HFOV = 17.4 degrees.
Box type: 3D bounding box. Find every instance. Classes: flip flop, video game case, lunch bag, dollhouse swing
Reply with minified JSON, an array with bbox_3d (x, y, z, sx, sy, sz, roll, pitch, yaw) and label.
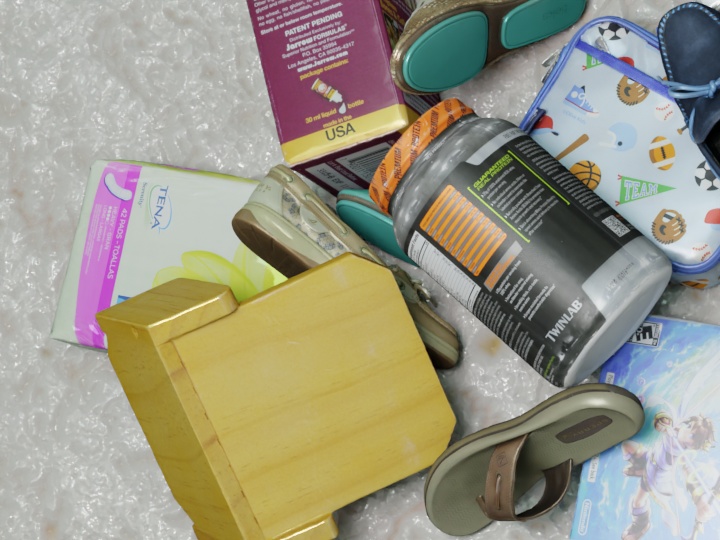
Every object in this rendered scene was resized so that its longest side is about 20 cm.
[{"bbox_3d":[0.121,0.144,1.667,0.200,0.081,0.058,-32,47,35],"label":"flip flop"},{"bbox_3d":[0.251,0.139,1.669,0.181,0.045,0.200,8,82,21],"label":"video game case"},{"bbox_3d":[0.213,-0.092,1.715,0.200,0.076,0.160,33,89,22],"label":"lunch bag"},{"bbox_3d":[-0.060,0.086,1.735,0.176,0.182,0.200,-29,104,-19],"label":"dollhouse swing"}]

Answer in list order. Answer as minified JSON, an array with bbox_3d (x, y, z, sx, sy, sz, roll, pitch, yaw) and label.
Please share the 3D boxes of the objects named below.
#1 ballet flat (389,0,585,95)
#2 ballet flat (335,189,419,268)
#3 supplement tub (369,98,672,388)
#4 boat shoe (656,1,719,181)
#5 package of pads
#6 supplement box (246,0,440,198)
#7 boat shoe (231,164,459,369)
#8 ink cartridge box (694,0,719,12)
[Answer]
[{"bbox_3d":[0.081,-0.182,1.741,0.065,0.200,0.071,32,130,36],"label":"ballet flat"},{"bbox_3d":[0.077,-0.022,1.761,0.200,0.067,0.070,31,71,21],"label":"ballet flat"},{"bbox_3d":[0.109,-0.023,1.651,0.200,0.123,0.123,43,95,15],"label":"supplement tub"},{"bbox_3d":[0.266,-0.106,1.622,0.084,0.069,0.200,-38,68,18],"label":"boat shoe"},{"bbox_3d":[-0.128,-0.002,1.823,0.200,0.068,0.155,11,83,19],"label":"package of pads"},{"bbox_3d":[-0.013,-0.169,1.781,0.103,0.131,0.200,-18,73,16],"label":"supplement box"},{"bbox_3d":[0.000,0.000,1.745,0.200,0.073,0.063,38,69,-12],"label":"boat shoe"},{"bbox_3d":[0.271,-0.293,1.726,0.145,0.084,0.200,-33,70,12],"label":"ink cartridge box"}]
